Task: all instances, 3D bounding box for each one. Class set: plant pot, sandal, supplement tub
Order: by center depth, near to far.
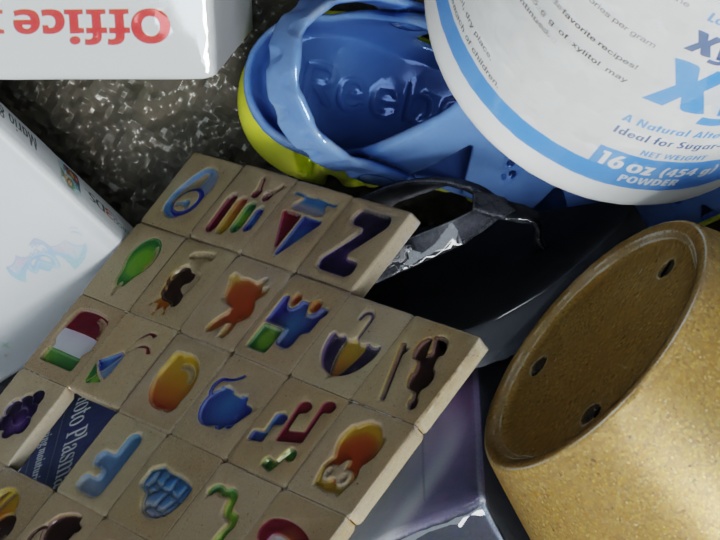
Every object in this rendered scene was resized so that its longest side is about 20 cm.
[{"bbox_3d":[0.104,-0.114,0.707,0.131,0.200,0.133,6,68,-14],"label":"supplement tub"},{"bbox_3d":[0.138,0.084,0.745,0.200,0.187,0.186,40,108,-17],"label":"plant pot"},{"bbox_3d":[-0.001,0.000,0.822,0.199,0.076,0.043,-7,118,31],"label":"sandal"},{"bbox_3d":[0.046,-0.055,0.837,0.198,0.087,0.080,4,83,12],"label":"sandal"}]

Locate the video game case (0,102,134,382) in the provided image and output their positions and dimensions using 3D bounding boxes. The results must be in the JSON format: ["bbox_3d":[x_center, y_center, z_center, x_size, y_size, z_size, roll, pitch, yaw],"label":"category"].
[{"bbox_3d":[-0.201,0.000,0.864,0.199,0.024,0.182,-31,133,14],"label":"video game case"}]

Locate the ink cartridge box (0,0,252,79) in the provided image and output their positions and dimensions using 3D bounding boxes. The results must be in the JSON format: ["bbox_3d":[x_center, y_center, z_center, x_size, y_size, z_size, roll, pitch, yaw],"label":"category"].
[{"bbox_3d":[-0.116,-0.168,0.843,0.143,0.084,0.202,0,108,8],"label":"ink cartridge box"}]

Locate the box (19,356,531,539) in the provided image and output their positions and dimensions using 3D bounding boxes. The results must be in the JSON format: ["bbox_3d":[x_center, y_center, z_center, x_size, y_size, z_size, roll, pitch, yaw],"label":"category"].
[{"bbox_3d":[-0.024,0.105,0.843,0.197,0.200,0.124,-23,114,11],"label":"box"}]

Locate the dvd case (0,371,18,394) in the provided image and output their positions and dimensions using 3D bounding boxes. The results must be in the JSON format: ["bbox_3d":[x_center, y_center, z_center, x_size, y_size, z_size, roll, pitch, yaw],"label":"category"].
[{"bbox_3d":[-0.208,0.082,0.962,0.149,0.025,0.201,25,108,-1],"label":"dvd case"}]

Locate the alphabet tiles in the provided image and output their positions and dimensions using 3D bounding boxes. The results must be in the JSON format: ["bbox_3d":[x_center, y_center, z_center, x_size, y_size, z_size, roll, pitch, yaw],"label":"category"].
[{"bbox_3d":[-0.049,0.041,0.787,0.168,0.199,0.008,-52,125,-15],"label":"alphabet tiles"}]
